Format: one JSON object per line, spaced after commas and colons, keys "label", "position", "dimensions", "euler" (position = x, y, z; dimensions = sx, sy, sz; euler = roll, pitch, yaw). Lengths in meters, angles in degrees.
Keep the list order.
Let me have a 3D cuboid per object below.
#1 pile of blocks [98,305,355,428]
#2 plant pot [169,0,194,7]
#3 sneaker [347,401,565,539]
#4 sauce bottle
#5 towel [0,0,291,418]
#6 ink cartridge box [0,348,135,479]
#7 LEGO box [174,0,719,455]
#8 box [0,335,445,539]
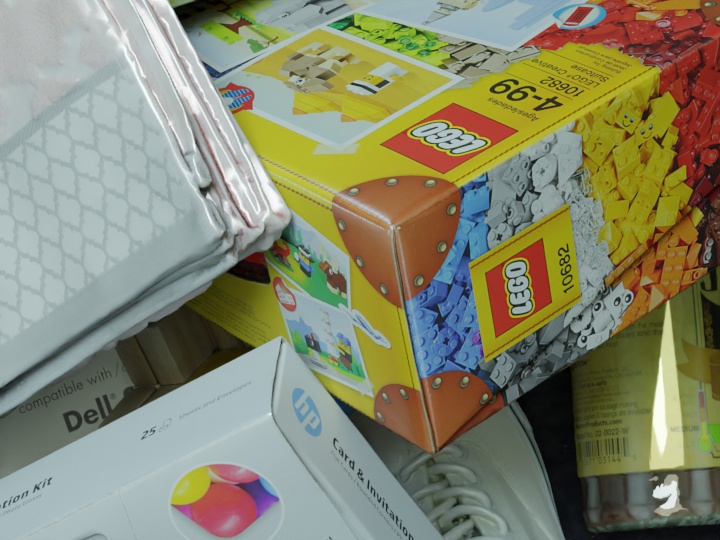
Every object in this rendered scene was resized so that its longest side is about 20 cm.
{"label": "pile of blocks", "position": [0.000, 0.000, 0.672], "dimensions": [0.200, 0.082, 0.062], "euler": [-30, 113, -13]}
{"label": "plant pot", "position": [-0.108, -0.186, 0.638], "dimensions": [0.200, 0.200, 0.184], "euler": [-14, 113, 4]}
{"label": "sneaker", "position": [0.043, 0.098, 0.726], "dimensions": [0.073, 0.071, 0.200], "euler": [-29, 81, 2]}
{"label": "sauce bottle", "position": [0.105, -0.006, 0.736], "dimensions": [0.065, 0.065, 0.200], "euler": [-4, 84, 5]}
{"label": "towel", "position": [-0.135, -0.048, 0.581], "dimensions": [0.200, 0.032, 0.191], "euler": [-33, 86, 37]}
{"label": "ink cartridge box", "position": [-0.082, 0.066, 0.745], "dimensions": [0.117, 0.067, 0.200], "euler": [-23, 81, 4]}
{"label": "LEGO box", "position": [0.008, -0.045, 0.618], "dimensions": [0.149, 0.077, 0.200], "euler": [-31, 36, -28]}
{"label": "box", "position": [-0.033, 0.131, 0.603], "dimensions": [0.156, 0.041, 0.200], "euler": [-28, 118, 20]}
